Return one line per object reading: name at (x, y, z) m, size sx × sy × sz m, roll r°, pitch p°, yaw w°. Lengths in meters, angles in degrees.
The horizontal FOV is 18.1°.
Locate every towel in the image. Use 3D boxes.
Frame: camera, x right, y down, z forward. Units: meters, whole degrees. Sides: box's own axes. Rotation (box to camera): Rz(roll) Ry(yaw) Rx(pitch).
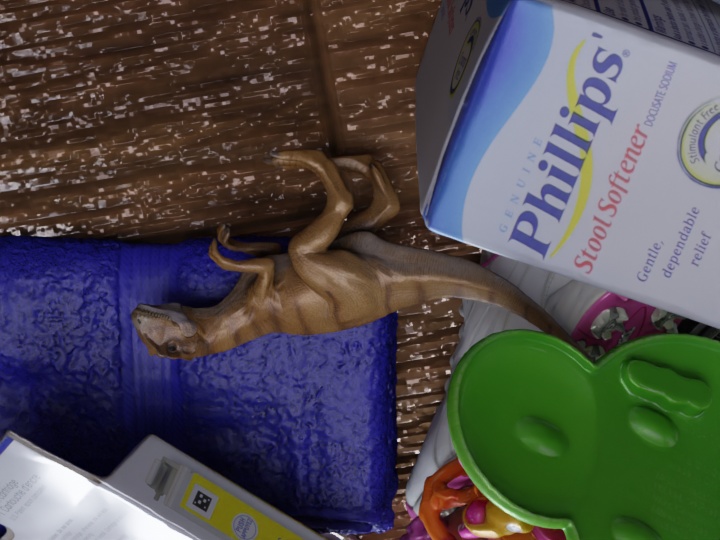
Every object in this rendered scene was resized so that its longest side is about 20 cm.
towel at (-0.081, 0.058, 1.046) m, size 0.198 × 0.050 × 0.149 m, roll -1°, pitch 108°, yaw 1°

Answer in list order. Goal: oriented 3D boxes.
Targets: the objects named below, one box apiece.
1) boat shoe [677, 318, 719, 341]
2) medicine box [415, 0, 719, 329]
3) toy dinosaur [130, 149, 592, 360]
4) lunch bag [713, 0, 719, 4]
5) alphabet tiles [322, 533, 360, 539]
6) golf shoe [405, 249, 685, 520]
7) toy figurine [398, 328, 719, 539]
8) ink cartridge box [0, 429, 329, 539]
boat shoe at (0.146, 0.073, 1.041) m, size 0.072 × 0.071 × 0.201 m, roll 18°, pitch 112°, yaw -6°
medicine box at (0.131, -0.062, 0.927) m, size 0.199 × 0.182 × 0.104 m, roll 18°, pitch 111°, yaw -6°
toy dinosaur at (0.000, 0.000, 0.996) m, size 0.198 × 0.060 × 0.107 m, roll -7°, pitch 83°, yaw 10°
lunch bag at (0.208, -0.145, 0.881) m, size 0.169 × 0.200 × 0.128 m, roll 23°, pitch 106°, yaw -8°
alphabet tiles at (-0.052, 0.193, 1.128) m, size 0.200 × 0.008 × 0.167 m, roll 41°, pitch 107°, yaw -14°
golf shoe at (0.073, 0.039, 1.037) m, size 0.075 × 0.092 × 0.200 m, roll -2°, pitch 140°, yaw -41°
toy figurine at (0.082, 0.122, 0.974) m, size 0.199 × 0.151 × 0.184 m, roll 23°, pitch 146°, yaw -18°
ink cartridge box at (-0.105, 0.149, 1.039) m, size 0.199 × 0.047 × 0.198 m, roll 35°, pitch 140°, yaw -11°
